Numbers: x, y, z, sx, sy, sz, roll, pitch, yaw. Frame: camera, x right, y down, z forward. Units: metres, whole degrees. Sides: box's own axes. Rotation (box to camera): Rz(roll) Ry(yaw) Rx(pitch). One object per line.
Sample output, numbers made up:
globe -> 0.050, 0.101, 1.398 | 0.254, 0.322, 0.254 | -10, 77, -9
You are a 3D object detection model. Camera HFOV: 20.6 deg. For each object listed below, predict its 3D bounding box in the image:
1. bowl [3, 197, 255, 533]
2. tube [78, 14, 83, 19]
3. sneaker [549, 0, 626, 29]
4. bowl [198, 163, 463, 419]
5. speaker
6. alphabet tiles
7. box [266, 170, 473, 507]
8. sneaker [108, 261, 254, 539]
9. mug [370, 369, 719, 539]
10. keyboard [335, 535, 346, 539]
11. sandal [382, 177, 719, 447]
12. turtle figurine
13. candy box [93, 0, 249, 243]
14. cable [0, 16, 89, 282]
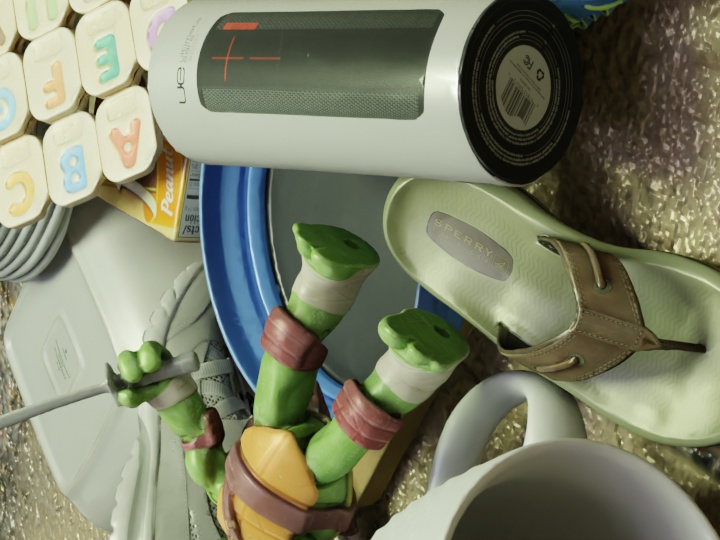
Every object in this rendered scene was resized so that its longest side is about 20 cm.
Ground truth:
bowl -> -0.153, 0.050, 1.226 | 0.200, 0.074, 0.200 | -56, 49, 43
tube -> -0.196, -0.185, 1.279 | 0.200, 0.058, 0.052 | 49, 178, 44
sneaker -> 0.086, -0.132, 0.859 | 0.200, 0.076, 0.105 | 13, 150, 35
bowl -> -0.014, -0.019, 0.996 | 0.200, 0.039, 0.201 | 16, 110, 53
speaker -> -0.003, -0.082, 0.874 | 0.200, 0.081, 0.081 | 8, 101, 45
alphabet tiles -> -0.171, -0.130, 1.099 | 0.200, 0.015, 0.196 | -20, 72, 31
box -> 0.000, 0.000, 1.033 | 0.164, 0.021, 0.200 | 57, 137, 33
sneaker -> -0.079, 0.087, 1.066 | 0.075, 0.082, 0.201 | 86, -172, -58
mug -> 0.060, 0.141, 0.874 | 0.175, 0.147, 0.201 | 142, 137, -59
keyboard -> -0.003, 0.160, 1.038 | 0.056, 0.011, 0.200 | 83, 164, -71
sandal -> 0.085, 0.017, 0.839 | 0.201, 0.057, 0.080 | 26, 109, 27
turtle figurine -> -0.055, 0.082, 0.892 | 0.194, 0.200, 0.144 | -57, 26, 20
candy box -> -0.094, -0.125, 1.108 | 0.115, 0.055, 0.201 | 27, 111, 52
cable -> -0.229, -0.094, 1.213 | 0.200, 0.069, 0.200 | 52, 128, 46
